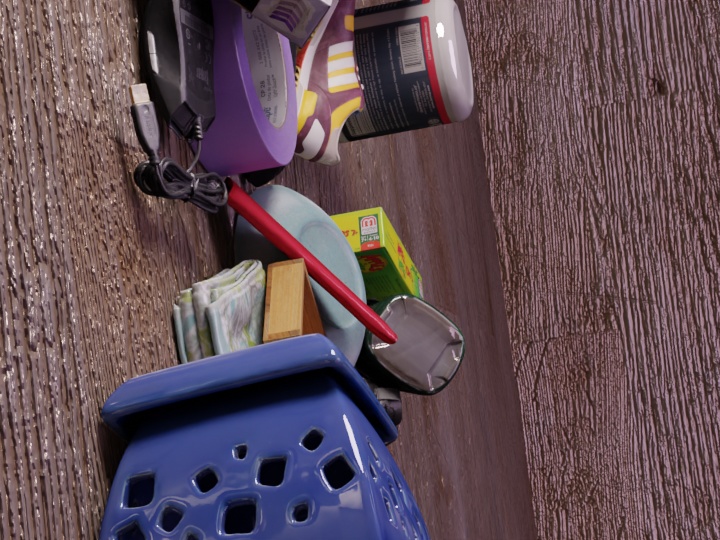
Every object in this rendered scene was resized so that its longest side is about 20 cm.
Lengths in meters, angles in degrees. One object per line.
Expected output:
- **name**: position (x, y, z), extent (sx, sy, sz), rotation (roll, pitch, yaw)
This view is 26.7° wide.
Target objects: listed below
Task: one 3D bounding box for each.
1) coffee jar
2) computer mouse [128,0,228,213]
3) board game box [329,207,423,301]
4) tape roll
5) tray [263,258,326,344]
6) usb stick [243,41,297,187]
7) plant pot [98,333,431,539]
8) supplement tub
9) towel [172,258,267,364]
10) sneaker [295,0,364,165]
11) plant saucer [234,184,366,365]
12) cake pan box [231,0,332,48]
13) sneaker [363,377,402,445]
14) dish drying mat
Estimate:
- **coffee jar**: position (0.032, 0.079, 1.601), extent (0.086, 0.104, 0.200), rotation (-57, -169, -11)
- **computer mouse**: position (-0.156, -0.145, 1.182), extent (0.140, 0.045, 0.203), rotation (-1, 85, -71)
- **board game box**: position (0.000, 0.000, 1.665), extent (0.200, 0.100, 0.048), rotation (56, 26, -64)
- **tape roll**: position (-0.113, -0.188, 1.350), extent (0.200, 0.065, 0.203), rotation (-10, 90, -79)
- **tray**: position (-0.045, 0.100, 1.334), extent (0.099, 0.037, 0.202), rotation (-91, 170, -51)
- **usb stick**: position (-0.088, -0.166, 1.494), extent (0.032, 0.055, 0.202), rotation (30, 41, -27)
- **plant pot**: position (-0.062, 0.161, 1.035), extent (0.200, 0.197, 0.182), rotation (57, 21, -62)
- **supplement tub**: position (0.017, -0.218, 1.668), extent (0.140, 0.197, 0.142), rotation (-9, 90, -78)
- **towel**: position (-0.097, 0.098, 1.259), extent (0.171, 0.047, 0.203), rotation (-39, 120, -76)
- **sneaker**: position (-0.033, -0.206, 1.576), extent (0.090, 0.075, 0.202), rotation (30, 68, -27)
- **plant saucer**: position (-0.043, 0.009, 1.439), extent (0.200, 0.038, 0.203), rotation (35, 46, -45)
- **cake pan box**: position (-0.101, -0.283, 1.257), extent (0.183, 0.052, 0.201), rotation (32, 28, -12)
- **sneaker**: position (-0.010, 0.128, 1.518), extent (0.201, 0.098, 0.070), rotation (61, 21, -59)
- **dish drying mat**: position (-0.048, -0.007, 1.354), extent (0.200, 0.018, 0.077), rotation (43, 0, -15)
